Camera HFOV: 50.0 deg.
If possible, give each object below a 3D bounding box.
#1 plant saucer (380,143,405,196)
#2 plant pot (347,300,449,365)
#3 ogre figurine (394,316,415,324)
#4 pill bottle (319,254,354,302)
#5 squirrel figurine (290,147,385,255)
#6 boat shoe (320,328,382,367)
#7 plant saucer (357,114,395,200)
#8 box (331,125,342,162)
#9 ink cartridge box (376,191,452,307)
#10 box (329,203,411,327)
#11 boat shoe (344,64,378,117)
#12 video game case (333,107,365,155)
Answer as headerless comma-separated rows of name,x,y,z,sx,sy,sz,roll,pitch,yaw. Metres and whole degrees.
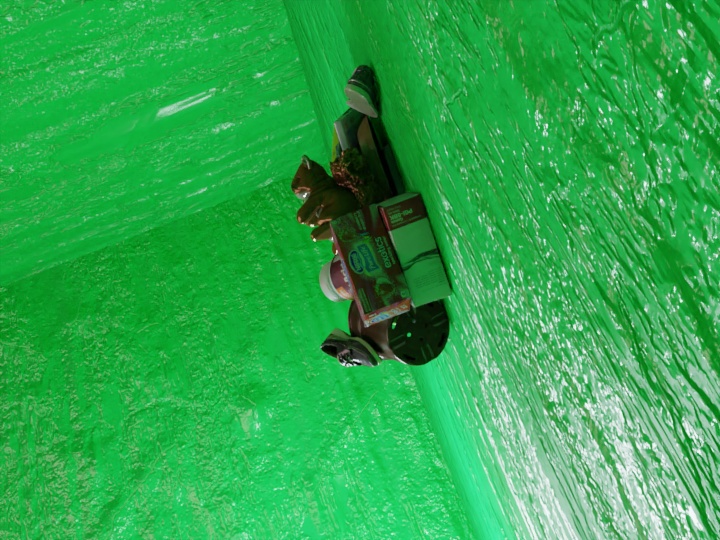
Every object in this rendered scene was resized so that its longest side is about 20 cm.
plant saucer,0.083,-0.171,1.657,0.070,0.019,0.204,-137,28,-85
plant pot,0.094,0.117,1.721,0.198,0.197,0.204,14,125,70
ogre figurine,0.081,0.050,1.892,0.098,0.118,0.204,-120,11,-72
pill bottle,0.000,0.000,1.691,0.199,0.113,0.116,-24,85,51
squirrel figurine,-0.053,-0.168,1.621,0.141,0.199,0.189,19,-143,-60
boat shoe,-0.024,0.188,1.746,0.200,0.066,0.072,19,145,56
plant saucer,0.032,-0.236,1.677,0.200,0.035,0.204,-20,-89,-83
box,-0.015,-0.250,1.782,0.200,0.047,0.120,51,-145,-53
ink cartridge box,0.099,-0.043,1.506,0.147,0.081,0.204,-131,22,-82
box,0.019,-0.009,1.474,0.096,0.098,0.203,82,168,-72
boat shoe,0.010,-0.358,1.552,0.200,0.072,0.063,21,-88,-84
video game case,0.005,-0.267,1.750,0.183,0.022,0.203,-57,-47,-59
